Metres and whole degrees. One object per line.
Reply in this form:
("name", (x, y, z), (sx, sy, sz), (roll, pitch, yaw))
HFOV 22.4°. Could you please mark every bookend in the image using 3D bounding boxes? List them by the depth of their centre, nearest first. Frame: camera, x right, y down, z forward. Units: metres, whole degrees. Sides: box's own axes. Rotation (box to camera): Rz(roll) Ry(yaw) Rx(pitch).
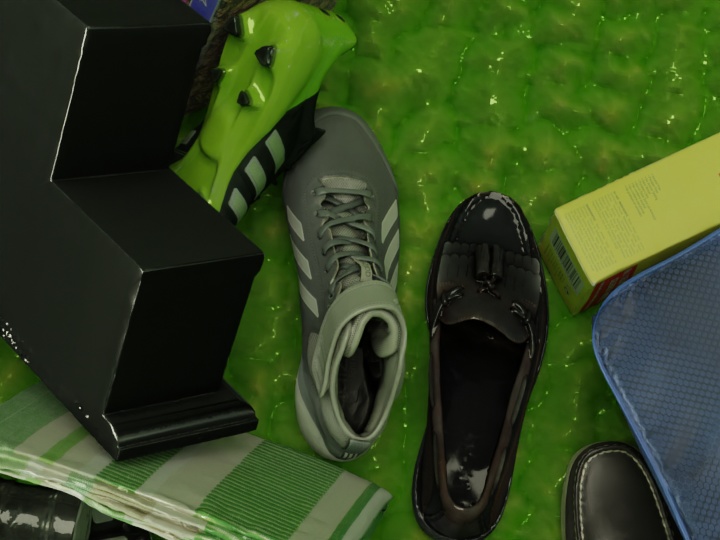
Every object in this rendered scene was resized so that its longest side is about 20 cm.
("bookend", (-0.118, -0.049, 0.904), (0.092, 0.201, 0.199), (-9, 37, -43))

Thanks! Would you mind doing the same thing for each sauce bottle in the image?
("sauce bottle", (-0.233, 0.114, 0.897), (0.198, 0.066, 0.066), (10, 74, 1))

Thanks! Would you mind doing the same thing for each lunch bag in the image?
("lunch bag", (0.220, 0.081, 0.954), (0.135, 0.132, 0.201), (-27, 74, 12))

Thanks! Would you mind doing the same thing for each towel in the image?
("towel", (-0.089, 0.104, 0.914), (0.199, 0.153, 0.024), (17, 103, 9))

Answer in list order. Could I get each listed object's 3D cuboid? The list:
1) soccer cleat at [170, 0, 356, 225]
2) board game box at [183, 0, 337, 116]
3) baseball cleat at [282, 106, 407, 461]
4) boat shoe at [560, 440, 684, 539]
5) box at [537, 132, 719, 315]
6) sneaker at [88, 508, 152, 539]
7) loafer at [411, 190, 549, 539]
("soccer cleat", (-0.067, -0.058, 0.984), (0.068, 0.081, 0.201), (49, 122, 28))
("board game box", (-0.098, -0.217, 0.998), (0.096, 0.160, 0.201), (-27, 77, -27))
("baseball cleat", (0.000, 0.000, 0.981), (0.069, 0.106, 0.202), (-1, 79, -16))
("boat shoe", (0.151, 0.185, 0.958), (0.071, 0.065, 0.202), (-6, 74, -2))
("box", (0.200, -0.044, 1.019), (0.199, 0.075, 0.050), (-24, 77, -10))
("sneaker", (-0.125, 0.205, 0.931), (0.066, 0.091, 0.201), (-3, 56, -45))
("loafer", (0.068, 0.048, 0.993), (0.071, 0.063, 0.201), (8, 75, -1))
